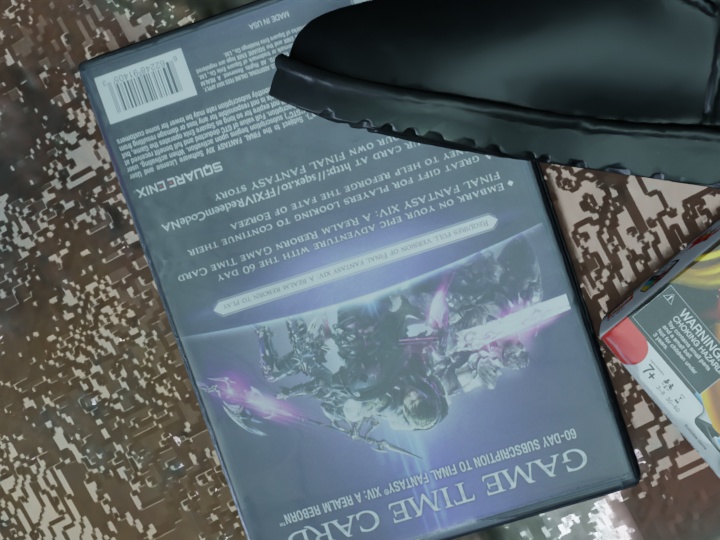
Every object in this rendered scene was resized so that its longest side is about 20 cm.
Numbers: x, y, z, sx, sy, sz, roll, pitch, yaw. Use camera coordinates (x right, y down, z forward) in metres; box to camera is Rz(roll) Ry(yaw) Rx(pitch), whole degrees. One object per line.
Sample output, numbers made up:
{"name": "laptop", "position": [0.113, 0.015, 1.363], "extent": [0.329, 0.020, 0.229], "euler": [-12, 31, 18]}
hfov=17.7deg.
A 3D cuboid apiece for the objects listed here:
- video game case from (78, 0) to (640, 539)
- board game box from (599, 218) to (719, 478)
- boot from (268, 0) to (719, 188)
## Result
{"name": "video game case", "position": [0.000, 0.000, 0.808], "extent": [0.142, 0.019, 0.201], "euler": [-17, 99, 13]}
{"name": "board game box", "position": [0.192, 0.055, 0.777], "extent": [0.126, 0.035, 0.200], "euler": [-41, 92, 14]}
{"name": "boot", "position": [0.080, -0.115, 0.732], "extent": [0.199, 0.076, 0.169], "euler": [9, 93, 9]}
